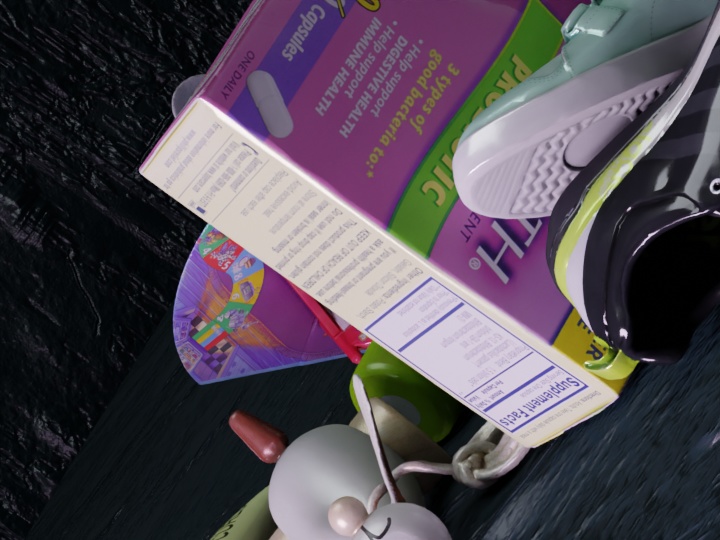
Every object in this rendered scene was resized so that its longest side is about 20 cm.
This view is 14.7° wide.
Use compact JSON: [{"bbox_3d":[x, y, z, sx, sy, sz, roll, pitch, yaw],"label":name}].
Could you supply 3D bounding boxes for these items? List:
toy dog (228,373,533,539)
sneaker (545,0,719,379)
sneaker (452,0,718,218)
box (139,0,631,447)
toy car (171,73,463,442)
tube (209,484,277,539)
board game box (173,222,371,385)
[{"bbox_3d":[-0.011,0.093,1.209,0.132,0.096,0.200,-58,7,-23],"label":"toy dog"},{"bbox_3d":[0.146,-0.041,0.986,0.200,0.071,0.083,-53,32,20],"label":"sneaker"},{"bbox_3d":[0.099,-0.107,1.066,0.200,0.118,0.074,-32,-27,-10],"label":"sneaker"},{"bbox_3d":[0.046,-0.063,1.116,0.176,0.200,0.097,-57,7,-23],"label":"box"},{"bbox_3d":[0.008,-0.050,1.330,0.158,0.200,0.165,-46,11,52],"label":"toy car"},{"bbox_3d":[-0.073,0.167,1.523,0.058,0.052,0.200,-12,11,9],"label":"tube"},{"bbox_3d":[0.000,0.000,1.434,0.199,0.039,0.159,-10,-46,-37],"label":"board game box"}]
